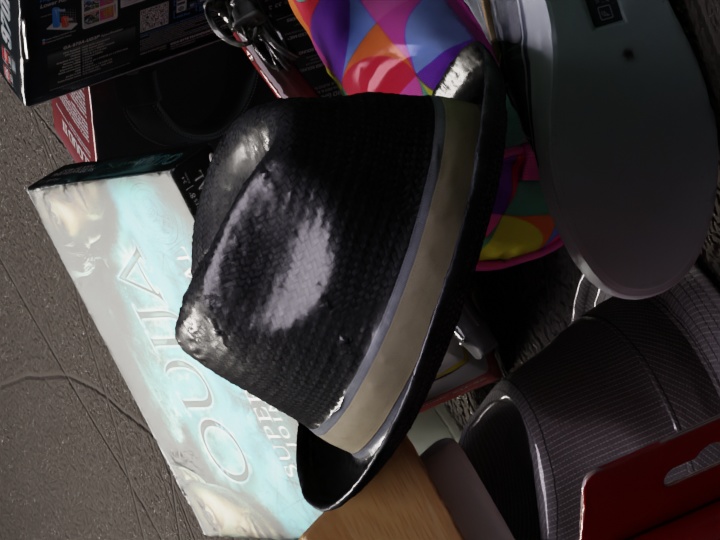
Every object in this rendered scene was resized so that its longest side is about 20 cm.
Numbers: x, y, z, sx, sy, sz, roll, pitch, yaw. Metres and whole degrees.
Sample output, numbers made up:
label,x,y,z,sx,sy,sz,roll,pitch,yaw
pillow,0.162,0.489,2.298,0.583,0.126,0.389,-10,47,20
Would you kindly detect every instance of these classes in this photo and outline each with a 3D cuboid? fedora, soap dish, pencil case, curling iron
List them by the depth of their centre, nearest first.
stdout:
label,x,y,z,sx,sy,sz,roll,pitch,yaw
fedora,-0.017,-0.007,1.135,0.201,0.091,0.201,-163,90,-79
fedora,0.098,0.089,1.217,0.200,0.090,0.177,92,155,-45
soap dish,0.030,0.159,1.242,0.158,0.081,0.200,61,170,7
curling iron,-0.006,-0.043,1.260,0.200,0.026,0.050,55,-170,-2
pencil case,0.030,-0.092,1.276,0.089,0.088,0.200,95,151,-50

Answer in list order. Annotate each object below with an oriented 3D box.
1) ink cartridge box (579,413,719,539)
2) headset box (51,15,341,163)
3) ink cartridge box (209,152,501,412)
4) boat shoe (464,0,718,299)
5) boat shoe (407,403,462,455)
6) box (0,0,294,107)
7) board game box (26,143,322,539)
label,x,y,z,sx,sy,sz,roll,pitch,yaw
ink cartridge box,0.142,0.146,1.087,0.067,0.116,0.200,47,150,43
headset box,-0.080,-0.134,1.461,0.077,0.148,0.200,-126,26,-47
ink cartridge box,0.000,0.000,1.342,0.200,0.067,0.117,27,-139,-75
boat shoe,0.084,-0.085,1.151,0.091,0.071,0.201,159,100,-75
boat shoe,-0.022,0.061,1.486,0.200,0.073,0.062,37,177,-3
box,-0.074,-0.171,1.321,0.046,0.200,0.159,54,156,34
board game box,-0.073,0.038,1.388,0.135,0.028,0.200,-5,115,54
